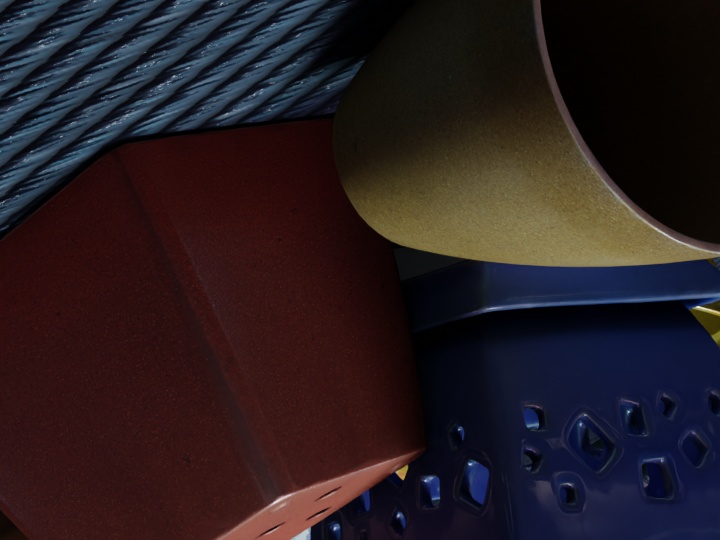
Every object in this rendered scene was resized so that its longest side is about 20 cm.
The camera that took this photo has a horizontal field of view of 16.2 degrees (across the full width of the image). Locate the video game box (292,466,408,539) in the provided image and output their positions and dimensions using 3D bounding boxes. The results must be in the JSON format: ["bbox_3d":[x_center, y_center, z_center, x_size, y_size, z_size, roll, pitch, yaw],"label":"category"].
[{"bbox_3d":[-0.079,0.124,1.515,0.181,0.047,0.200,6,152,-19],"label":"video game box"}]

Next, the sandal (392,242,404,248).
[{"bbox_3d":[0.011,-0.028,1.399,0.200,0.054,0.080,-42,174,-2],"label":"sandal"}]

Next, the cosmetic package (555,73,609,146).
[{"bbox_3d":[0.124,-0.103,1.273,0.200,0.102,0.071,-34,167,21],"label":"cosmetic package"}]

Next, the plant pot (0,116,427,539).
[{"bbox_3d":[-0.083,0.054,1.271,0.200,0.177,0.200,-36,167,32],"label":"plant pot"}]

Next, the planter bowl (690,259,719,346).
[{"bbox_3d":[0.159,0.019,1.562,0.200,0.084,0.201,4,155,2],"label":"planter bowl"}]

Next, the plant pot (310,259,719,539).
[{"bbox_3d":[0.092,0.087,1.359,0.199,0.181,0.200,-2,170,-34],"label":"plant pot"}]

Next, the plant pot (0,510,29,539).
[{"bbox_3d":[-0.225,0.165,1.345,0.200,0.140,0.200,-41,166,-12],"label":"plant pot"}]

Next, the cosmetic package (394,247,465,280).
[{"bbox_3d":[0.000,0.000,1.475,0.199,0.051,0.083,-19,170,-7],"label":"cosmetic package"}]

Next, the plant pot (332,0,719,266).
[{"bbox_3d":[0.083,-0.078,1.159,0.186,0.187,0.200,-19,180,-40],"label":"plant pot"}]
